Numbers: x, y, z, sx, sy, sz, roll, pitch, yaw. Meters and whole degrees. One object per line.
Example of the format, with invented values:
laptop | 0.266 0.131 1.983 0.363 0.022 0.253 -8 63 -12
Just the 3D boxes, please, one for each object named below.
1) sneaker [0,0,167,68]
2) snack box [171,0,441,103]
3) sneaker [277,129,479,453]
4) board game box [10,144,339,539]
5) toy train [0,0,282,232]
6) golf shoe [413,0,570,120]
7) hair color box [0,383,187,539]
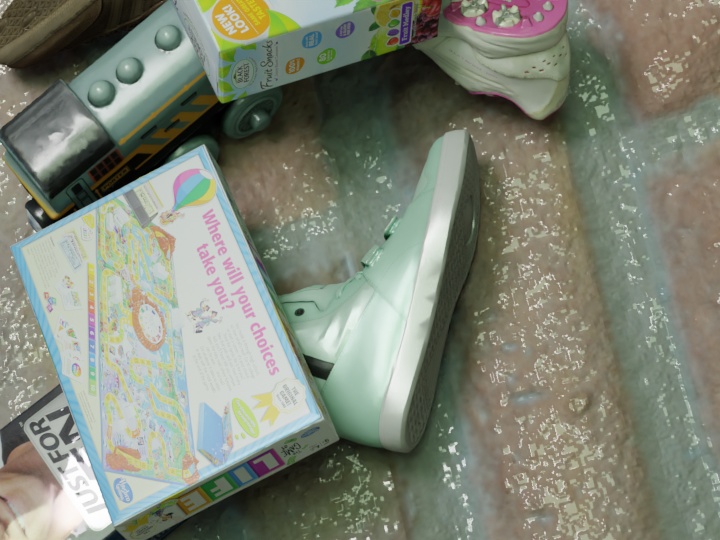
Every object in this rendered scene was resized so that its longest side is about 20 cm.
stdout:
sneaker | -0.144 -0.179 1.443 0.199 0.076 0.071 -35 33 15
snack box | -0.055 -0.206 1.341 0.141 0.053 0.201 -19 59 -14
sneaker | 0.000 0.000 1.348 0.117 0.074 0.202 11 72 18
board game box | -0.111 0.040 1.307 0.134 0.034 0.201 -27 60 3
toy train | -0.131 -0.098 1.387 0.200 0.114 0.085 -39 68 -4
golf shoe | 0.052 -0.150 1.393 0.075 0.092 0.199 -39 42 -21
hair color box | -0.192 0.148 1.339 0.200 0.061 0.100 -38 67 -3
